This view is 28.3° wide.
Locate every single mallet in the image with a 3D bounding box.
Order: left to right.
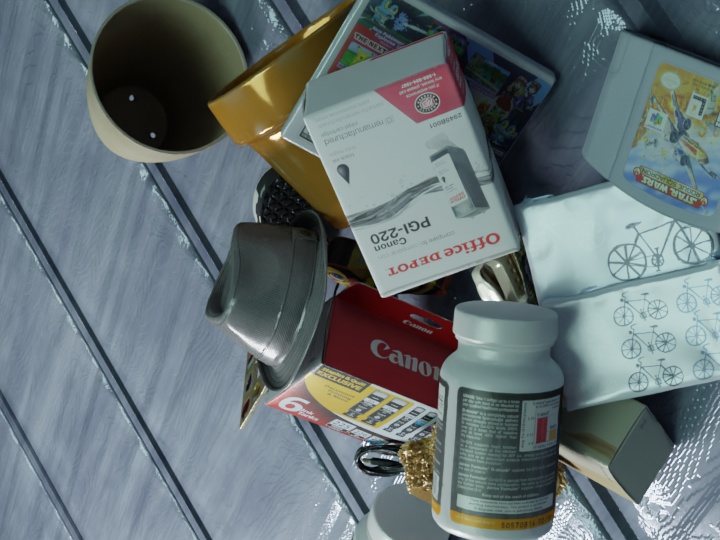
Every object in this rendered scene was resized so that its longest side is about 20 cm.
[{"bbox_3d":[0.189,0.017,1.336,0.066,0.041,0.201,39,107,27],"label":"mallet"}]

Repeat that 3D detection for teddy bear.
[{"bbox_3d":[0.124,0.194,1.445,0.144,0.067,0.200,25,154,-9],"label":"teddy bear"}]

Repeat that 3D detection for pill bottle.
[{"bbox_3d":[0.036,0.349,1.677,0.113,0.113,0.201,42,136,27],"label":"pill bottle"},{"bbox_3d":[0.126,0.135,1.293,0.116,0.116,0.203,13,103,45],"label":"pill bottle"}]

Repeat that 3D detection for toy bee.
[{"bbox_3d":[0.000,0.000,1.535,0.199,0.108,0.132,-29,42,37],"label":"toy bee"}]

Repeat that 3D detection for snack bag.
[{"bbox_3d":[0.242,0.012,1.276,0.187,0.021,0.202,-14,88,28],"label":"snack bag"}]

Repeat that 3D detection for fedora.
[{"bbox_3d":[-0.102,0.019,1.446,0.201,0.089,0.178,-96,28,-55],"label":"fedora"}]

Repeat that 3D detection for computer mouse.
[{"bbox_3d":[0.091,0.217,1.550,0.198,0.034,0.059,13,127,8],"label":"computer mouse"}]

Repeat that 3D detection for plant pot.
[{"bbox_3d":[-0.252,-0.205,1.704,0.189,0.186,0.200,66,155,0],"label":"plant pot"},{"bbox_3d":[-0.024,-0.152,1.456,0.199,0.200,0.184,-20,109,51],"label":"plant pot"}]

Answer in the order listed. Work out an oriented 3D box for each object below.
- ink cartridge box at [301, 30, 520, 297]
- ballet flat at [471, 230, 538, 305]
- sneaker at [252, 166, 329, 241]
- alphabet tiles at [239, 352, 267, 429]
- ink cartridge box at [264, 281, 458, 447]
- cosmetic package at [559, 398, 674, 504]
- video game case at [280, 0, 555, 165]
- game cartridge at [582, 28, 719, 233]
[{"bbox_3d":[0.049,-0.094,1.315,0.144,0.085,0.201,-19,118,11],"label":"ink cartridge box"},{"bbox_3d":[0.130,-0.023,1.421,0.072,0.072,0.202,-26,88,51],"label":"ballet flat"},{"bbox_3d":[-0.089,-0.069,1.599,0.083,0.071,0.201,59,173,29],"label":"sneaker"},{"bbox_3d":[-0.088,0.050,1.545,0.168,0.007,0.201,-88,22,-44],"label":"alphabet tiles"},{"bbox_3d":[0.028,0.110,1.498,0.175,0.198,0.085,-39,35,51],"label":"ink cartridge box"},{"bbox_3d":[0.195,0.139,1.389,0.199,0.071,0.105,27,167,40],"label":"cosmetic package"},{"bbox_3d":[0.053,-0.156,1.343,0.199,0.023,0.183,27,116,-14],"label":"video game case"},{"bbox_3d":[0.282,-0.109,1.203,0.199,0.041,0.135,30,108,37],"label":"game cartridge"}]
